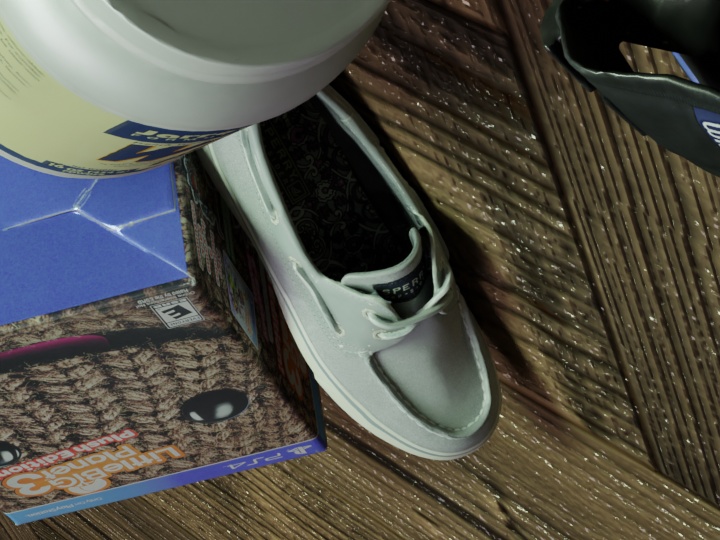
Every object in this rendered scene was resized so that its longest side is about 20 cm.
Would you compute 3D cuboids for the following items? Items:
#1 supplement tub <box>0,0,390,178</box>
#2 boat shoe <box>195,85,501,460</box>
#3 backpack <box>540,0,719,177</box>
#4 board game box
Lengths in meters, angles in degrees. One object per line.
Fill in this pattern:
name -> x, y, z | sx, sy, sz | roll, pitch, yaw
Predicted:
supplement tub -> -0.071, -0.112, 0.815 | 0.145, 0.145, 0.200 | 51, 161, -10
boat shoe -> 0.000, -0.001, 0.997 | 0.201, 0.070, 0.072 | 56, 165, -16
backpack -> 0.167, -0.029, 0.470 | 0.200, 0.154, 0.190 | 47, 170, -18
board game box -> -0.121, 0.021, 1.075 | 0.200, 0.159, 0.097 | 57, -159, -61
